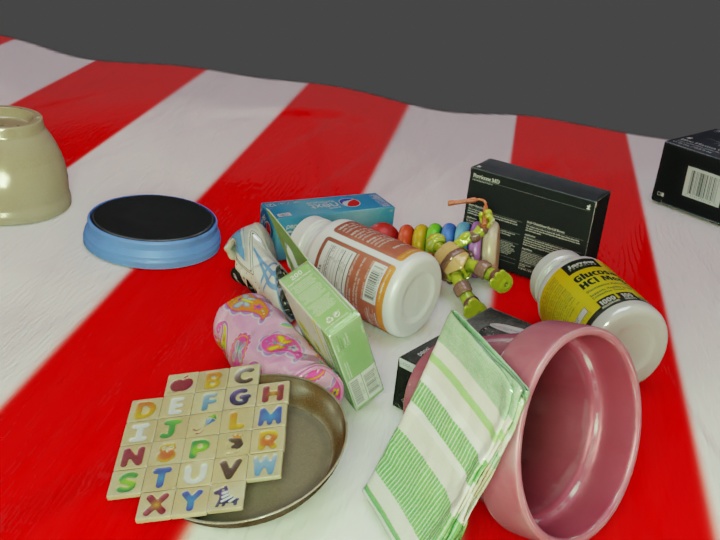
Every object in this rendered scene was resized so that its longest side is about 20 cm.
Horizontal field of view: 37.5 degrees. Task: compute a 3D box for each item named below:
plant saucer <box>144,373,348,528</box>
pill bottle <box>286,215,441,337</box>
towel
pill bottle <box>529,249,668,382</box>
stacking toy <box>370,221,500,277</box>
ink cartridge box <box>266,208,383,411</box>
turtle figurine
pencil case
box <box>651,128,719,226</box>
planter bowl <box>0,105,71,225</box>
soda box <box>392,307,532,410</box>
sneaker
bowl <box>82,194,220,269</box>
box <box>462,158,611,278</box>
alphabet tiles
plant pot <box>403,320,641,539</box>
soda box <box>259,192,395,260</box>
[{"bbox_3d":[-0.106,0.174,1.009,0.196,0.033,0.202,-7,34,4],"label":"plant saucer"},{"bbox_3d":[0.000,0.000,1.381,0.198,0.114,0.111,25,30,36],"label":"pill bottle"},{"bbox_3d":[0.071,0.157,0.946,0.023,0.203,0.153,16,17,-28],"label":"towel"},{"bbox_3d":[0.292,0.052,1.339,0.110,0.115,0.200,-1,25,-17],"label":"pill bottle"},{"bbox_3d":[0.103,-0.034,1.545,0.196,0.087,0.086,3,23,12],"label":"stacking toy"},{"bbox_3d":[-0.055,0.042,1.182,0.048,0.147,0.200,-34,51,-13],"label":"ink cartridge box"},{"bbox_3d":[0.125,-0.001,1.454,0.198,0.065,0.162,-35,47,-6],"label":"turtle figurine"},{"bbox_3d":[-0.093,0.101,1.174,0.086,0.089,0.200,-8,28,-30],"label":"pencil case"},{"bbox_3d":[0.672,-0.168,1.931,0.198,0.120,0.195,-15,32,-43],"label":"box"},{"bbox_3d":[-0.536,-0.168,1.591,0.196,0.137,0.201,5,24,-2],"label":"planter bowl"},{"bbox_3d":[0.123,0.109,1.231,0.070,0.065,0.199,22,29,32],"label":"soda box"},{"bbox_3d":[-0.129,0.011,1.399,0.072,0.072,0.201,-35,39,2],"label":"sneaker"},{"bbox_3d":[-0.299,-0.061,1.531,0.196,0.040,0.201,6,24,-3],"label":"bowl"},{"bbox_3d":[0.255,-0.069,1.568,0.197,0.144,0.079,19,27,25],"label":"box"},{"bbox_3d":[-0.151,0.159,1.011,0.163,0.006,0.201,-8,33,5],"label":"alphabet tiles"},{"bbox_3d":[0.144,0.143,1.023,0.198,0.204,0.177,-15,16,-41],"label":"plant pot"},{"bbox_3d":[-0.049,-0.066,1.572,0.197,0.069,0.064,-7,27,-28],"label":"soda box"}]
